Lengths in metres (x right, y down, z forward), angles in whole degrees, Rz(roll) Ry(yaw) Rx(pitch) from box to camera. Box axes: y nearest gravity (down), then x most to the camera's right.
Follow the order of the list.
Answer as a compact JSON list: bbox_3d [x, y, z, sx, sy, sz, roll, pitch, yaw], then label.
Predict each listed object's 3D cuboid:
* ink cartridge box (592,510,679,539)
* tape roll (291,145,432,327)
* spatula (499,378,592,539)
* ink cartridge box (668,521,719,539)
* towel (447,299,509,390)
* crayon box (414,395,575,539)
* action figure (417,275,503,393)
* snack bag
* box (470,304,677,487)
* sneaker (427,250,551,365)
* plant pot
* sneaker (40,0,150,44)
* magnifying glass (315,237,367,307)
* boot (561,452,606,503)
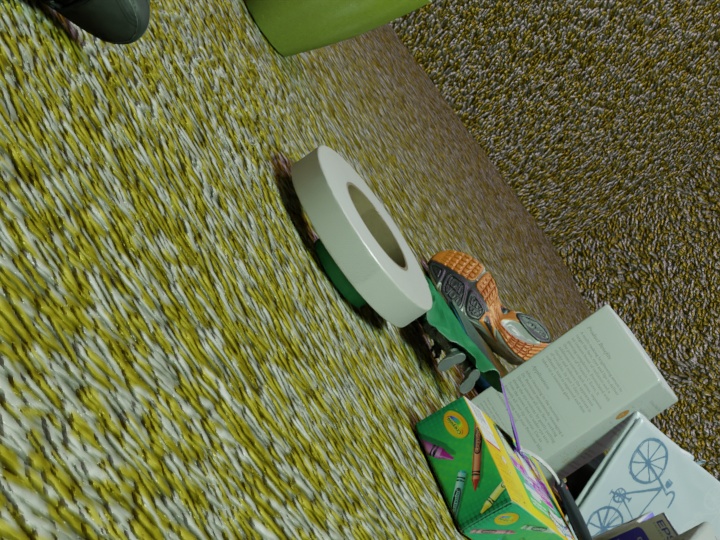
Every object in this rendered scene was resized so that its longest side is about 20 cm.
[{"bbox_3d":[0.308,0.347,1.413,0.043,0.200,0.199,-27,81,-37],"label":"ink cartridge box"},{"bbox_3d":[0.003,-0.034,1.406,0.203,0.037,0.203,52,13,-16],"label":"tape roll"},{"bbox_3d":[0.182,0.198,1.369,0.200,0.021,0.057,57,8,-10],"label":"spatula"},{"bbox_3d":[0.253,0.314,1.253,0.084,0.144,0.200,60,24,10],"label":"ink cartridge box"},{"bbox_3d":[0.174,0.143,1.794,0.200,0.022,0.147,51,13,-37],"label":"towel"},{"bbox_3d":[0.135,0.212,1.337,0.200,0.058,0.119,43,19,-53],"label":"crayon box"},{"bbox_3d":[0.083,0.057,1.550,0.118,0.055,0.200,49,7,-31],"label":"action figure"},{"bbox_3d":[0.323,0.283,1.560,0.200,0.189,0.021,36,-5,-24],"label":"snack bag"},{"bbox_3d":[0.240,0.149,1.579,0.107,0.200,0.152,57,9,22],"label":"box"},{"bbox_3d":[0.159,0.060,1.870,0.200,0.076,0.092,45,-23,1],"label":"sneaker"},{"bbox_3d":[-0.042,-0.369,1.789,0.187,0.200,0.187,55,12,-17],"label":"plant pot"},{"bbox_3d":[-0.225,-0.213,0.966,0.200,0.075,0.079,40,33,-39],"label":"sneaker"},{"bbox_3d":[0.000,0.000,1.432,0.080,0.022,0.200,59,10,9],"label":"magnifying glass"},{"bbox_3d":[0.308,0.333,1.700,0.065,0.165,0.200,5,21,-37],"label":"boot"}]
